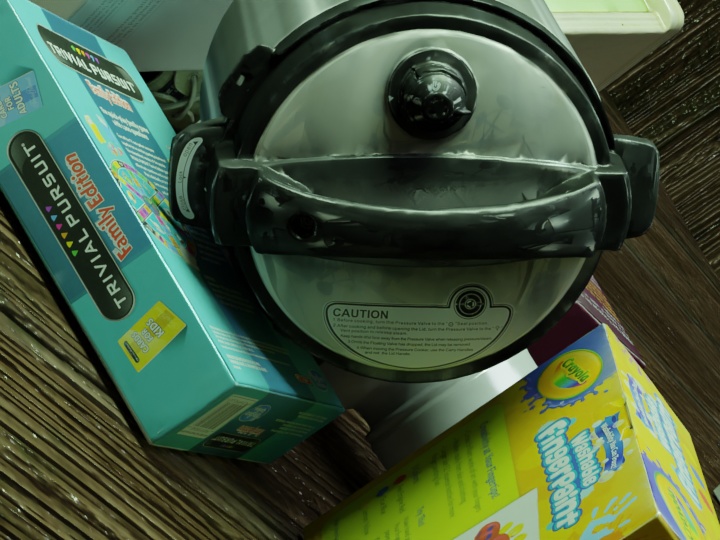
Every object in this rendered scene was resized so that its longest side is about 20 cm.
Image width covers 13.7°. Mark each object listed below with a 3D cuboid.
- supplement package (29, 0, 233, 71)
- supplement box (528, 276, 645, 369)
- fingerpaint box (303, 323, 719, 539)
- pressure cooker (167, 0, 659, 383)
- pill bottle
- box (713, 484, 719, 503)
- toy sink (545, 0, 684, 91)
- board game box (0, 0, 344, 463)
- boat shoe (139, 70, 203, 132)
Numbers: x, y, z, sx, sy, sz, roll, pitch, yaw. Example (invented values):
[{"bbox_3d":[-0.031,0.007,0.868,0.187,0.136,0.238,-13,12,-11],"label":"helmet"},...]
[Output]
[{"bbox_3d":[-0.093,-0.173,1.436,0.200,0.117,0.117,-6,59,-54],"label":"supplement package"},{"bbox_3d":[0.047,0.000,1.653,0.103,0.131,0.200,41,16,-53],"label":"supplement box"},{"bbox_3d":[0.063,0.128,1.225,0.073,0.167,0.200,52,10,-17],"label":"fingerpaint box"},{"bbox_3d":[0.017,-0.049,1.284,0.179,0.176,0.200,48,8,-20],"label":"pressure cooker"},{"bbox_3d":[0.000,0.000,1.470,0.200,0.119,0.120,57,10,4],"label":"pill bottle"},{"bbox_3d":[0.369,0.260,2.544,0.200,0.039,0.041,59,13,21],"label":"box"},{"bbox_3d":[0.086,-0.156,1.619,0.200,0.112,0.131,-5,63,-56],"label":"toy sink"},{"bbox_3d":[-0.096,-0.015,1.282,0.200,0.047,0.151,58,10,15],"label":"board game box"},{"bbox_3d":[-0.100,-0.109,1.543,0.200,0.072,0.062,41,30,-22],"label":"boat shoe"}]
